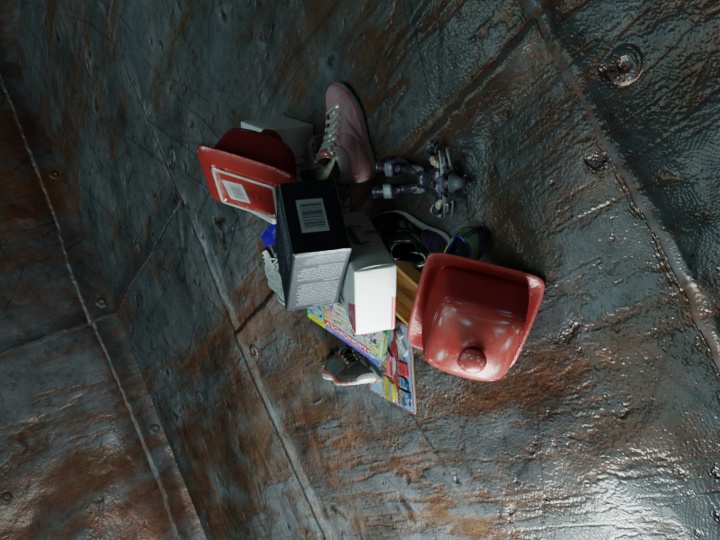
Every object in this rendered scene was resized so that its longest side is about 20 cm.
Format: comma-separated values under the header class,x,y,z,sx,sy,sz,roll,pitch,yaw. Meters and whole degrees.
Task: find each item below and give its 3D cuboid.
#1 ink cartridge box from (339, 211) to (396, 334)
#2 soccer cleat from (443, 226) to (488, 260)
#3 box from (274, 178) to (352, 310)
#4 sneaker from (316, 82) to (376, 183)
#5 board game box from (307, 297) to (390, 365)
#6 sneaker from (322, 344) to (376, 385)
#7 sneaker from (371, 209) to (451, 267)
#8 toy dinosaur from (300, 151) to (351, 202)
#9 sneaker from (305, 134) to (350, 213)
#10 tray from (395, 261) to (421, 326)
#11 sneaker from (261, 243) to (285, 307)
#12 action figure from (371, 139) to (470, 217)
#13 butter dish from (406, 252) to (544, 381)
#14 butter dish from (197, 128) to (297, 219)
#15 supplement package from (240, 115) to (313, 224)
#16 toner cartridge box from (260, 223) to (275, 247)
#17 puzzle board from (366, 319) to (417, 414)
class,x,y,z,sx,sy,sz,roll,pitch,yaw
ink cartridge box,0.000,0.000,1.131,0.201,0.083,0.148,-114,20,-54
soccer cleat,0.144,0.010,1.015,0.065,0.083,0.202,45,125,29
box,-0.093,-0.042,1.090,0.201,0.105,0.151,109,151,-58
sneaker,-0.045,-0.261,1.145,0.075,0.103,0.204,-19,90,56
board game box,-0.028,0.104,1.242,0.198,0.029,0.136,32,147,18
sneaker,-0.034,0.214,1.360,0.199,0.076,0.084,-3,87,58
sneaker,0.071,-0.059,1.097,0.198,0.087,0.077,22,123,46
toy dinosaur,-0.067,-0.162,1.122,0.089,0.047,0.199,58,161,-12
sneaker,-0.073,-0.181,1.261,0.082,0.073,0.205,-172,73,-67
tray,0.107,0.058,1.148,0.200,0.037,0.100,44,136,33
sneaker,-0.178,0.005,1.349,0.200,0.075,0.117,32,147,52
action figure,0.109,-0.159,1.029,0.198,0.069,0.133,14,109,44
butter dish,0.176,0.100,0.934,0.195,0.149,0.203,13,124,2
butter dish,-0.196,-0.207,1.163,0.195,0.150,0.201,17,158,3
supplement package,-0.183,-0.227,1.323,0.120,0.118,0.204,27,125,43
toner cartridge box,-0.174,-0.020,1.466,0.095,0.043,0.203,-34,78,51
puzzle board,0.059,0.195,1.285,0.149,0.017,0.204,16,117,48
